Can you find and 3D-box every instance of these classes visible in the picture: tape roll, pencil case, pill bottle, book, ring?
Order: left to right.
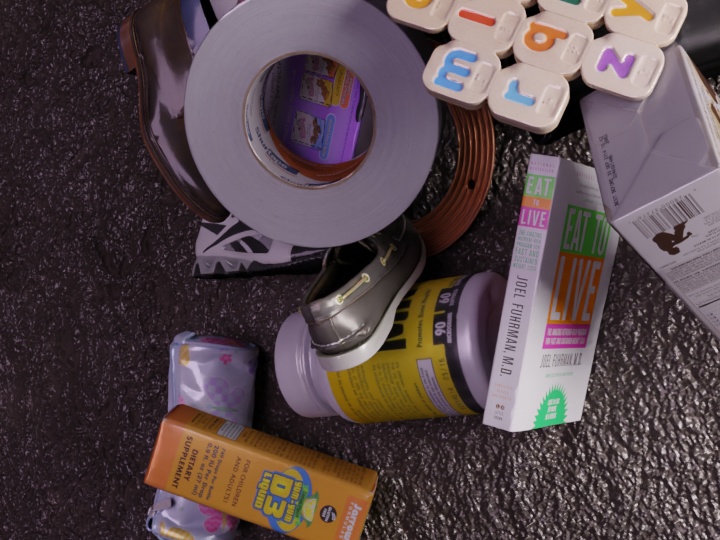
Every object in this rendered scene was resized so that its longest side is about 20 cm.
[{"bbox_3d":[-0.151,0.161,1.080,0.083,0.090,0.202,-170,88,-73],"label":"pencil case"},{"bbox_3d":[-0.034,-0.123,0.873,0.198,0.066,0.202,4,113,10],"label":"tape roll"},{"bbox_3d":[0.033,0.070,0.953,0.198,0.114,0.116,-10,82,31],"label":"pill bottle"},{"bbox_3d":[0.035,-0.109,1.001,0.199,0.019,0.203,6,101,35],"label":"ring"},{"bbox_3d":[0.148,0.018,0.871,0.048,0.133,0.202,12,94,31],"label":"book"}]

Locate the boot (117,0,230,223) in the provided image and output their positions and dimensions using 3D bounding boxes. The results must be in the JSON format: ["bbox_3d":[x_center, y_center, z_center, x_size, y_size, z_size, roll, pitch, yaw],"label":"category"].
[{"bbox_3d":[-0.135,-0.147,0.946,0.096,0.074,0.202,-29,81,35],"label":"boot"}]

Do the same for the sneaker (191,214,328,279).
[{"bbox_3d":[-0.082,-0.039,1.054,0.198,0.074,0.090,-2,84,35],"label":"sneaker"}]

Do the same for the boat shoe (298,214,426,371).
[{"bbox_3d":[0.003,-0.001,0.909,0.071,0.202,0.061,-16,116,26],"label":"boat shoe"}]

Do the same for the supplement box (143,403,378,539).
[{"bbox_3d":[-0.087,0.186,1.003,0.198,0.069,0.067,18,95,1],"label":"supplement box"}]

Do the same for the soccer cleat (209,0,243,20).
[{"bbox_3d":[-0.039,-0.267,0.918,0.199,0.069,0.086,-35,79,1],"label":"soccer cleat"}]

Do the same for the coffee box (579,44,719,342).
[{"bbox_3d":[0.238,-0.040,0.762,0.079,0.200,0.114,-28,46,28],"label":"coffee box"}]

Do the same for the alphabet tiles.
[{"bbox_3d":[0.124,-0.191,0.755,0.194,0.015,0.201,22,78,21],"label":"alphabet tiles"}]

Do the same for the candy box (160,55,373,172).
[{"bbox_3d":[-0.070,-0.139,0.994,0.199,0.071,0.169,22,109,26],"label":"candy box"}]

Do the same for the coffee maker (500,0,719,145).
[{"bbox_3d":[0.206,-0.164,0.805,0.198,0.135,0.194,-21,65,3],"label":"coffee maker"}]
